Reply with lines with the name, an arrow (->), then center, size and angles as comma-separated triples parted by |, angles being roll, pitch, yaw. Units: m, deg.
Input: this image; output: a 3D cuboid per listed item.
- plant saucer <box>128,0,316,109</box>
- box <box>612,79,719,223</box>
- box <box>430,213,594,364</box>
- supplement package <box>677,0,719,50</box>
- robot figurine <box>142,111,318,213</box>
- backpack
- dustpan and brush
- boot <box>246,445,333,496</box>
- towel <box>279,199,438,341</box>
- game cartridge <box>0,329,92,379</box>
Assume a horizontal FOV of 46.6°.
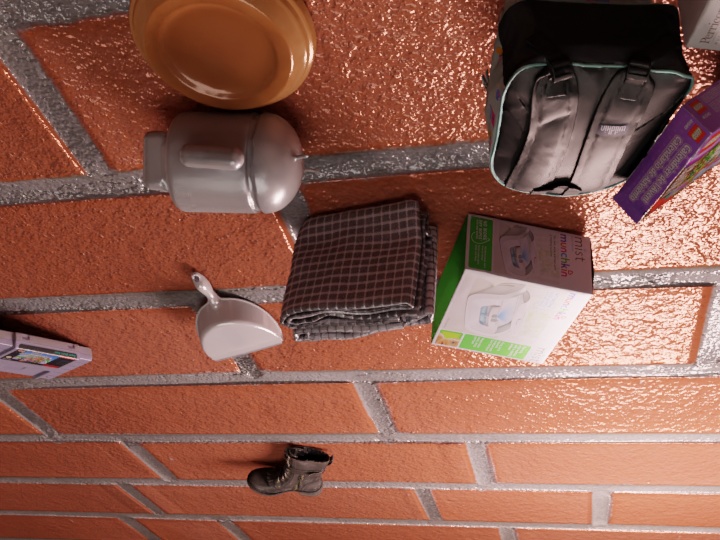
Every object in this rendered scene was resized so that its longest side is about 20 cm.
plant saucer -> -0.144, -0.236, 0.866 | 0.195, 0.038, 0.202 | 4, 147, 3
box -> 0.346, -0.139, 0.811 | 0.039, 0.198, 0.138 | 48, 151, 18
box -> 0.204, 0.029, 1.156 | 0.172, 0.098, 0.201 | 12, 146, -4
supplement package -> 0.372, -0.253, 0.676 | 0.195, 0.119, 0.118 | 6, 148, 2
robot figurine -> -0.150, -0.124, 0.965 | 0.195, 0.116, 0.170 | 1, -174, 8
backpack -> 0.203, -0.167, 0.802 | 0.171, 0.156, 0.202 | -1, 145, 0
dustpan and brush -> -0.221, 0.070, 1.339 | 0.137, 0.058, 0.201 | -15, 149, 12
boot -> -0.161, 0.444, 1.887 | 0.195, 0.070, 0.176 | 3, 142, -3
towel -> 0.000, 0.000, 1.083 | 0.196, 0.168, 0.086 | -8, 139, 21
game cartridge -> -0.590, 0.153, 1.476 | 0.128, 0.039, 0.199 | -18, 157, 29
